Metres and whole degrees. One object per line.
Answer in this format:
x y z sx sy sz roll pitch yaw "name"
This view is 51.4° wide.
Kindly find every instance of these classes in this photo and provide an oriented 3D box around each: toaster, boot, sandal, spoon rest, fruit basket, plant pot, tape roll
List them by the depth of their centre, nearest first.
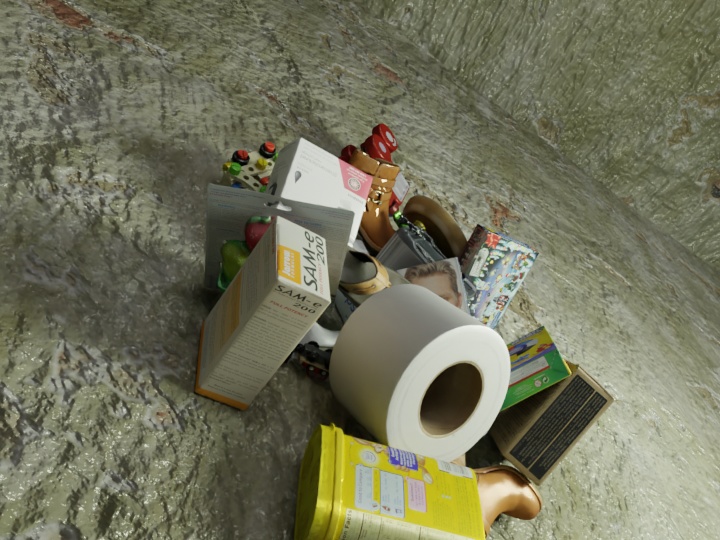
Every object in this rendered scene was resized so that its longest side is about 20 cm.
0.077 0.136 0.980 0.202 0.204 0.139 15 11 -38 "tape roll"
-0.112 -0.028 0.981 0.184 0.201 0.094 10 42 -4 "fruit basket"
0.161 0.321 0.990 0.200 0.077 0.156 38 31 -16 "boot"
-0.072 0.079 1.093 0.199 0.061 0.100 7 39 -25 "spoon rest"
0.000 0.000 1.101 0.200 0.055 0.082 38 65 -11 "sandal"
0.090 0.016 1.278 0.200 0.129 0.113 47 20 13 "toaster"
0.033 -0.124 1.378 0.199 0.156 0.077 21 13 -23 "boot"
0.138 -0.046 1.415 0.027 0.200 0.200 -32 69 -23 "plant pot"

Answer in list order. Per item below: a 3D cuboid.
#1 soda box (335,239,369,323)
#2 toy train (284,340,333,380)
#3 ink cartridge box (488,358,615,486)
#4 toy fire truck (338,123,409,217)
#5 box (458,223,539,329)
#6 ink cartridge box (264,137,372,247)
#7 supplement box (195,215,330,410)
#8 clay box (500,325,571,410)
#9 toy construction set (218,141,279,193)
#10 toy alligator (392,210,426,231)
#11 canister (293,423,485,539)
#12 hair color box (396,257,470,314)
-0.002 0.034 1.220 0.068 0.064 0.201 13 37 -41 "soda box"
-0.057 0.129 1.035 0.199 0.046 0.034 25 23 -21 "toy train"
0.275 0.214 1.115 0.075 0.165 0.200 42 2 3 "ink cartridge box"
0.039 -0.202 1.589 0.168 0.112 0.200 53 26 -15 "toy fire truck"
0.220 0.028 1.353 0.136 0.201 0.040 18 17 -33 "box"
-0.081 -0.080 1.160 0.145 0.085 0.201 26 70 -25 "ink cartridge box"
-0.119 0.053 0.902 0.073 0.200 0.126 25 31 -24 "supplement box"
0.239 0.138 1.111 0.048 0.114 0.200 60 9 -2 "clay box"
-0.159 -0.143 1.257 0.131 0.092 0.200 48 29 16 "toy construction set"
0.116 -0.022 1.369 0.054 0.059 0.201 22 -35 60 "toy alligator"
0.033 0.268 0.849 0.199 0.087 0.149 17 34 -12 "canister"
0.124 0.090 1.156 0.061 0.099 0.202 46 32 -75 "hair color box"
